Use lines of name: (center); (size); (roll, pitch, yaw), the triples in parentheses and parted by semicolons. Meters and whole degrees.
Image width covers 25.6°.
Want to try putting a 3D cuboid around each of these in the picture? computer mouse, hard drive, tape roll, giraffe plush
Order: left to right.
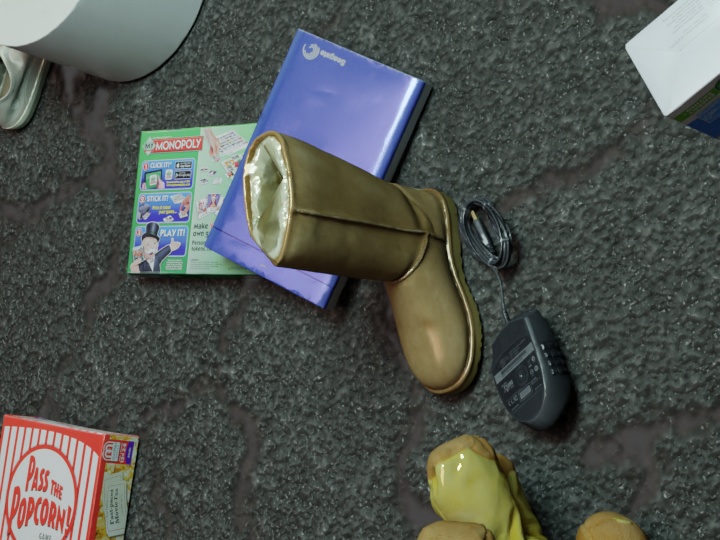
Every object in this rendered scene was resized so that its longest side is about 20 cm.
tape roll: (-0.259, -0.292, 1.497); (0.201, 0.139, 0.205); (-8, 77, 36)
hard drive: (-0.037, -0.085, 1.320); (0.131, 0.025, 0.201); (26, 94, 27)
computer mouse: (0.117, 0.029, 1.196); (0.059, 0.034, 0.201); (-45, 49, 45)
giraffe plush: (0.135, 0.216, 1.074); (0.161, 0.173, 0.202); (-6, 66, 18)

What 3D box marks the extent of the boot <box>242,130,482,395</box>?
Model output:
boot: (0.000, 0.000, 1.183); (0.066, 0.199, 0.177); (-24, 67, 35)

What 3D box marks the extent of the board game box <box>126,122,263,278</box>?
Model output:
board game box: (-0.127, -0.061, 1.416); (0.199, 0.029, 0.136); (1, 82, 40)

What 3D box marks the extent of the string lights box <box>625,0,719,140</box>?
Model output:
string lights box: (0.263, -0.126, 0.983); (0.103, 0.199, 0.059); (-40, 58, 28)

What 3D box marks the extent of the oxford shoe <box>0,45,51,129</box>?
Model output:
oxford shoe: (-0.346, -0.245, 1.620); (0.075, 0.058, 0.202); (18, 92, 43)

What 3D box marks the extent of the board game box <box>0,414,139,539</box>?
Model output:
board game box: (-0.285, 0.244, 1.481); (0.151, 0.046, 0.202); (3, 84, 41)
